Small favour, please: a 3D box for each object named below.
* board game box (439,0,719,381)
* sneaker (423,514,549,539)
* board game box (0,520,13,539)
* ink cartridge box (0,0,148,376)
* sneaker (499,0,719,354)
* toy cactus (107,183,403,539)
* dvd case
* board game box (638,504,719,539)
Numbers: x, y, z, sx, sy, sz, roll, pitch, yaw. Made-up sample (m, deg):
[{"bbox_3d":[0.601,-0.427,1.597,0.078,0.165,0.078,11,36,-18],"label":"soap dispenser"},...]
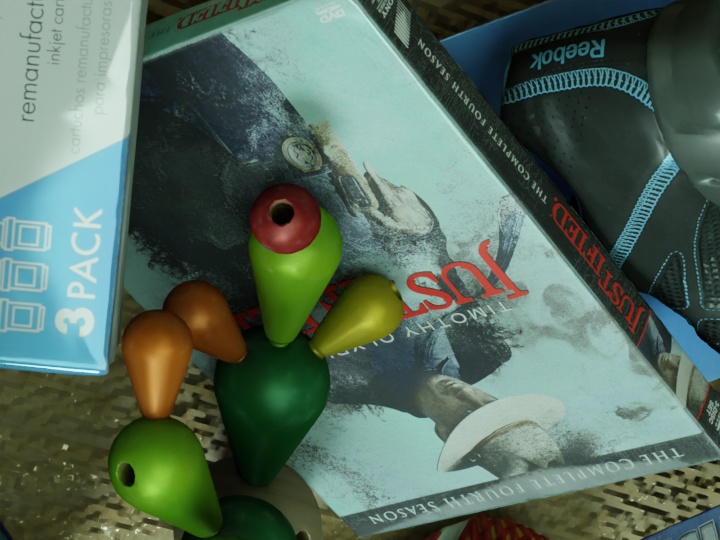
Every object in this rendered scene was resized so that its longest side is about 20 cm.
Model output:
[{"bbox_3d":[0.098,-0.037,0.859,0.200,0.039,0.158,-21,125,-4],"label":"board game box"},{"bbox_3d":[-0.016,0.153,0.896,0.200,0.073,0.077,-20,129,-4],"label":"sneaker"},{"bbox_3d":[-0.122,0.098,0.762,0.045,0.200,0.152,-29,120,-2],"label":"board game box"},{"bbox_3d":[-0.159,-0.039,0.719,0.200,0.068,0.115,5,94,-3],"label":"ink cartridge box"},{"bbox_3d":[0.110,-0.014,0.822,0.082,0.073,0.200,-4,142,28],"label":"sneaker"},{"bbox_3d":[-0.025,0.076,0.794,0.102,0.165,0.200,-1,91,-1],"label":"toy cactus"},{"bbox_3d":[0.000,0.000,0.807,0.146,0.022,0.200,-16,129,36],"label":"dvd case"},{"bbox_3d":[0.208,0.080,0.868,0.135,0.035,0.200,19,144,-42],"label":"board game box"}]
